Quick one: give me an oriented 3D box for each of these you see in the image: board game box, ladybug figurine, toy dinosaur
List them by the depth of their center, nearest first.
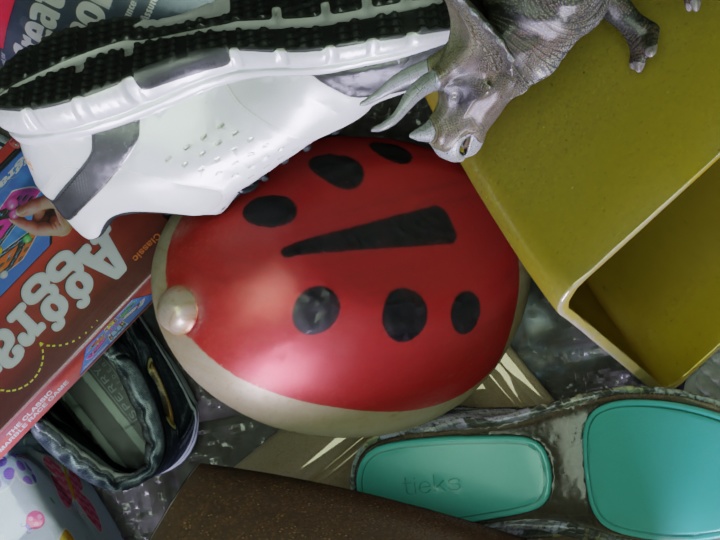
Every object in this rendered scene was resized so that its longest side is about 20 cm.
[{"bbox_3d":[0.075,-0.137,0.936,0.102,0.077,0.200,16,74,-14],"label":"toy dinosaur"},{"bbox_3d":[0.000,0.000,1.068,0.072,0.200,0.136,-39,73,45],"label":"ladybug figurine"},{"bbox_3d":[-0.173,0.030,1.090,0.200,0.019,0.103,-46,64,-3],"label":"board game box"}]

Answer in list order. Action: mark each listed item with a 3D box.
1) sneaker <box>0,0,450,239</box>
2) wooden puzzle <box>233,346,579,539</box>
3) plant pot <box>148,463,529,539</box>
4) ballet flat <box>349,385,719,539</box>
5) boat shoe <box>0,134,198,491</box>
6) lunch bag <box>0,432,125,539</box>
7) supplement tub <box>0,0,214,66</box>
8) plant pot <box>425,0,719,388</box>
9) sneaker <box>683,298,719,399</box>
[{"bbox_3d":[-0.044,-0.069,1.006,0.200,0.074,0.080,-12,123,11],"label":"sneaker"},{"bbox_3d":[0.037,0.141,1.158,0.185,0.037,0.200,-39,85,4],"label":"wooden puzzle"},{"bbox_3d":[-0.003,0.168,1.044,0.200,0.187,0.187,29,95,3],"label":"plant pot"},{"bbox_3d":[0.098,0.084,1.095,0.200,0.072,0.072,-2,93,18],"label":"ballet flat"},{"bbox_3d":[-0.146,0.012,1.133,0.071,0.091,0.200,-40,90,5],"label":"boat shoe"},{"bbox_3d":[-0.188,0.193,1.130,0.200,0.127,0.170,-32,85,9],"label":"lunch bag"},{"bbox_3d":[-0.112,-0.144,1.097,0.200,0.140,0.140,27,95,2],"label":"supplement tub"},{"bbox_3d":[0.124,-0.092,1.058,0.200,0.200,0.176,-43,68,5],"label":"plant pot"},{"bbox_3d":[0.188,0.089,1.127,0.078,0.079,0.200,2,68,37],"label":"sneaker"}]
